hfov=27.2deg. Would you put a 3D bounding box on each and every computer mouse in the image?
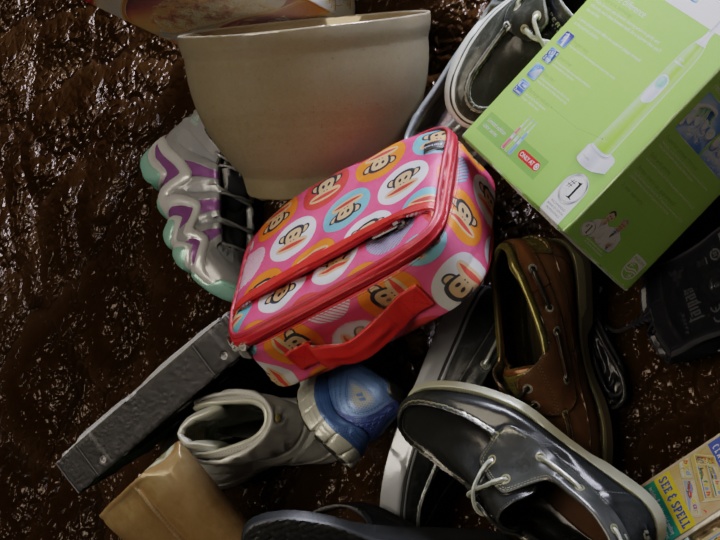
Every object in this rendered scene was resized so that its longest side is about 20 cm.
[{"bbox_3d":[0.220,-0.003,1.011,0.200,0.046,0.141,-37,60,40],"label":"computer mouse"}]

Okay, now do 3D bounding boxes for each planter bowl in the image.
[{"bbox_3d":[-0.039,-0.130,1.182,0.200,0.200,0.135,5,105,41],"label":"planter bowl"}]

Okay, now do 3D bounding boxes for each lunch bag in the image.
[{"bbox_3d":[0.000,0.000,1.063,0.200,0.082,0.176,-28,30,27],"label":"lunch bag"}]

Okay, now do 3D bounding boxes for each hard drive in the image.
[{"bbox_3d":[-0.143,0.095,1.213,0.200,0.140,0.038,-41,85,19],"label":"hard drive"}]

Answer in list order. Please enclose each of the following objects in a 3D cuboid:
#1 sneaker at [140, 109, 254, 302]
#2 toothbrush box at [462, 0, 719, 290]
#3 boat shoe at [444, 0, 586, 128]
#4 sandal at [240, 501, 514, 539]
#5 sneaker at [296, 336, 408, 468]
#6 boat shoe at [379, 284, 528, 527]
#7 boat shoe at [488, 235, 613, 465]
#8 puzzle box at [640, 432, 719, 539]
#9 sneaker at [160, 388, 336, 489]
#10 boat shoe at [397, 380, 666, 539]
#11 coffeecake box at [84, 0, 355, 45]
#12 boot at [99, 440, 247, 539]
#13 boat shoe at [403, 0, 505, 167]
[{"bbox_3d":[-0.111,-0.079,1.285,0.140,0.078,0.200,-46,53,21],"label":"sneaker"},{"bbox_3d":[0.189,-0.111,1.001,0.200,0.086,0.146,-48,39,7],"label":"toothbrush box"},{"bbox_3d":[0.137,-0.180,1.072,0.200,0.071,0.064,-46,8,9],"label":"boat shoe"},{"bbox_3d":[0.013,0.197,1.047,0.048,0.200,0.075,-100,22,-57],"label":"sandal"},{"bbox_3d":[-0.005,0.064,1.143,0.089,0.079,0.200,-35,34,8],"label":"sneaker"},{"bbox_3d":[0.074,0.110,1.081,0.068,0.074,0.200,18,79,22],"label":"boat shoe"},{"bbox_3d":[0.122,0.076,1.030,0.072,0.068,0.200,-20,74,51],"label":"boat shoe"},{"bbox_3d":[0.236,0.215,0.943,0.133,0.025,0.200,-39,55,24],"label":"puzzle box"},{"bbox_3d":[-0.117,0.132,1.203,0.200,0.115,0.074,-18,68,37],"label":"sneaker"},{"bbox_3d":[0.101,0.136,0.981,0.200,0.068,0.072,30,126,27],"label":"boat shoe"},{"bbox_3d":[-0.125,-0.253,1.267,0.153,0.200,0.073,-12,69,37],"label":"coffeecake box"},{"bbox_3d":[-0.079,0.208,1.115,0.175,0.066,0.200,-43,87,23],"label":"boot"},{"bbox_3d":[0.107,-0.166,1.137,0.202,0.065,0.074,-55,51,12],"label":"boat shoe"}]
